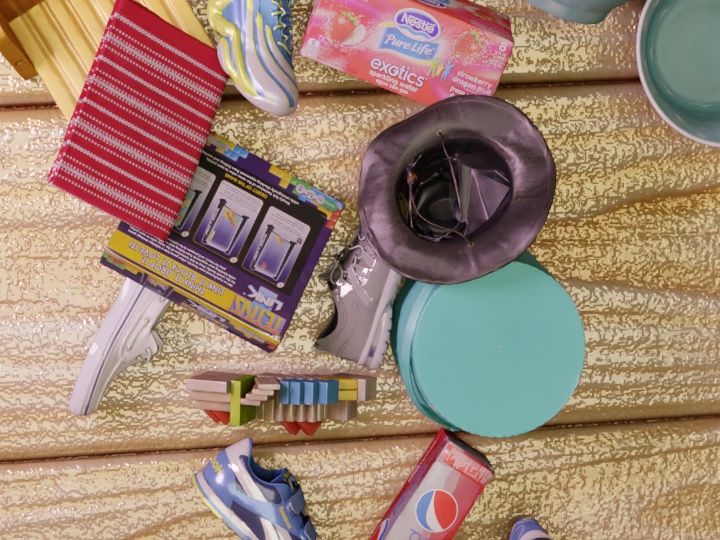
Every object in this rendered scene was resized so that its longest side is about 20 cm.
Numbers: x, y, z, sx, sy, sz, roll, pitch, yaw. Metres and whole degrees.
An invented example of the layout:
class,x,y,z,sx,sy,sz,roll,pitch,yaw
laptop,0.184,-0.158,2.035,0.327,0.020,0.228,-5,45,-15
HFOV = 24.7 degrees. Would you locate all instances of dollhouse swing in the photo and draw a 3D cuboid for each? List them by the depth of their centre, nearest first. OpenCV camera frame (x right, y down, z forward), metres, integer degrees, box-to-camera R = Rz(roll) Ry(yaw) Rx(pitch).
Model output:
class,x,y,z,sx,sy,sz,roll,pitch,yaw
dollhouse swing,-0.251,-0.239,1.604,0.199,0.182,0.177,-31,77,-2

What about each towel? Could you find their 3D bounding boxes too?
class,x,y,z,sx,sy,sz,roll,pitch,yaw
towel,-0.210,-0.147,1.586,0.144,0.022,0.202,27,77,-34

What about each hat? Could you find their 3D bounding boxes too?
class,x,y,z,sx,sy,sz,roll,pitch,yaw
hat,0.099,-0.071,1.626,0.198,0.081,0.203,-3,75,12

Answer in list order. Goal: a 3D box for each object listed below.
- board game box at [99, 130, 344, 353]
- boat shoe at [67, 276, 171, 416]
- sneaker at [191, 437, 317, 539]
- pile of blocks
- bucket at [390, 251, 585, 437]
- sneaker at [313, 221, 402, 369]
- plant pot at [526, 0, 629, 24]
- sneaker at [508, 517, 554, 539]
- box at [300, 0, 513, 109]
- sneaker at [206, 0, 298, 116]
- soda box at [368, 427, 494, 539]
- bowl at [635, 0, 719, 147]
class,x,y,z,sx,sy,sz,roll,pitch,yaw
board game box,-0.138,-0.037,1.656,0.199,0.057,0.167,29,71,-7
boat shoe,-0.231,0.065,1.675,0.066,0.074,0.202,26,92,-5
sneaker,-0.082,0.259,1.711,0.200,0.074,0.082,44,88,-9
pile of blocks,-0.080,0.141,1.693,0.197,0.082,0.063,1,95,-6
bucket,0.130,0.071,1.679,0.204,0.135,0.210,0,94,-6
sneaker,0.000,0.000,1.690,0.081,0.075,0.203,9,95,-8
plant pot,0.218,-0.332,1.634,0.198,0.201,0.135,22,121,-7
sneaker,0.184,0.356,1.748,0.075,0.077,0.202,1,113,-9
box,0.047,-0.236,1.648,0.198,0.100,0.096,21,113,-7
sneaker,-0.096,-0.255,1.610,0.105,0.075,0.201,-41,67,35
soda box,0.060,0.269,1.725,0.063,0.070,0.201,33,93,-7
bowl,0.367,-0.230,1.687,0.198,0.105,0.204,-1,96,-5
